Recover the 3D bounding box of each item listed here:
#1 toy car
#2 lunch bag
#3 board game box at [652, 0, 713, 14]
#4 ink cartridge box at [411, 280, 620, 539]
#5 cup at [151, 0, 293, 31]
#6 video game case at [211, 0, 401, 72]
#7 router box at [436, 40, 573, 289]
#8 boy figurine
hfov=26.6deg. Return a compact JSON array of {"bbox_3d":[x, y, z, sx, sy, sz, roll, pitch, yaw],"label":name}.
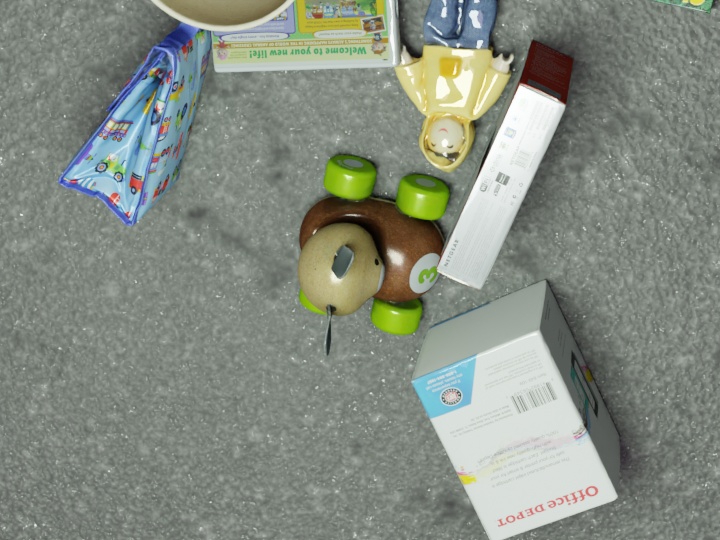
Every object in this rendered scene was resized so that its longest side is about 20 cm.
[{"bbox_3d":[0.000,0.000,1.542,0.156,0.200,0.166,15,113,5],"label":"toy car"},{"bbox_3d":[-0.204,-0.169,1.544,0.093,0.151,0.201,30,113,-2],"label":"lunch bag"},{"bbox_3d":[0.253,-0.320,1.469,0.198,0.023,0.106,14,110,6],"label":"board game box"},{"bbox_3d":[0.167,0.147,1.595,0.145,0.146,0.202,-22,105,17],"label":"ink cartridge box"},{"bbox_3d":[-0.113,-0.340,1.426,0.198,0.143,0.203,6,115,14],"label":"cup"},{"bbox_3d":[-0.060,-0.292,1.518,0.198,0.022,0.184,1,104,18],"label":"video game case"},{"bbox_3d":[0.143,-0.105,1.487,0.048,0.180,0.202,23,113,1],"label":"router box"},{"bbox_3d":[0.088,-0.197,1.526,0.123,0.064,0.202,11,108,5],"label":"boy figurine"}]
